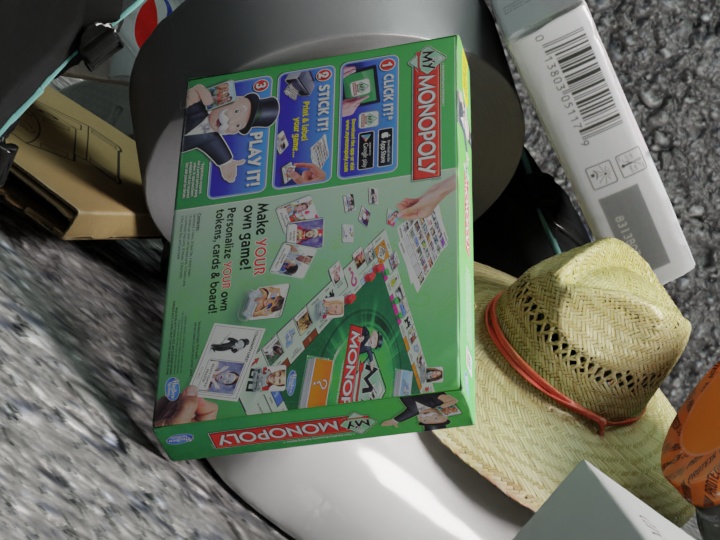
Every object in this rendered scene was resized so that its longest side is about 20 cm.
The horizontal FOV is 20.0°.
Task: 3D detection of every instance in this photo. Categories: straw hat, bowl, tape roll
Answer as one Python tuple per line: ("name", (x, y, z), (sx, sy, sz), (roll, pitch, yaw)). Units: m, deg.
("straw hat", (0.110, 0.030, 0.985), (0.201, 0.085, 0.201), (27, 30, -18))
("bowl", (0.007, 0.088, 0.999), (0.200, 0.075, 0.200), (36, 9, -21))
("tape roll", (-0.018, -0.077, 1.066), (0.200, 0.200, 0.066), (33, 34, -45))

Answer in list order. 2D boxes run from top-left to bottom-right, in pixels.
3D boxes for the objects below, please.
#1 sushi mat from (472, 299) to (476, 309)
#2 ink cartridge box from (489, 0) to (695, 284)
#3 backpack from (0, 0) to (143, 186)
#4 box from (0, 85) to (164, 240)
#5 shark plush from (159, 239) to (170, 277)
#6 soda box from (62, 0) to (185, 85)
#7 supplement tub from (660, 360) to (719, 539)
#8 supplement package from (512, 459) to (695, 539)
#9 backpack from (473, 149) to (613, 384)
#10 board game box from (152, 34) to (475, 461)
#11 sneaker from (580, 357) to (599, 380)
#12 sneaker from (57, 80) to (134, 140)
("sushi mat", (0.000, 0.000, 0.988), (0.200, 0.095, 0.012), (-101, 173, -74))
("ink cartridge box", (0.113, -0.100, 1.094), (0.200, 0.057, 0.163), (-91, 156, -61))
("backpack", (-0.209, -0.143, 0.907), (0.153, 0.176, 0.200), (40, 1, -35))
("box", (-0.172, -0.068, 1.112), (0.163, 0.021, 0.200), (35, 12, 15))
("shark plush", (-0.052, 0.029, 1.257), (0.200, 0.091, 0.083), (53, 23, -36))
("soda box", (-0.186, -0.145, 1.124), (0.200, 0.068, 0.063), (13, 5, 34))
("supplement tub", (0.241, 0.122, 0.942), (0.200, 0.123, 0.123), (40, 6, -13))
("supplement package", (0.140, 0.192, 0.833), (0.200, 0.117, 0.117), (36, 9, -25))
("backpack", (0.085, 0.045, 1.213), (0.176, 0.153, 0.200), (64, 8, 30))
("board game box", (-0.018, -0.014, 0.906), (0.029, 0.134, 0.200), (69, 18, -50))
("sneaker", (0.120, 0.131, 1.049), (0.111, 0.077, 0.200), (-122, -164, -78))
("sneaker", (-0.092, -0.086, 1.264), (0.099, 0.200, 0.071), (39, 48, -58))
